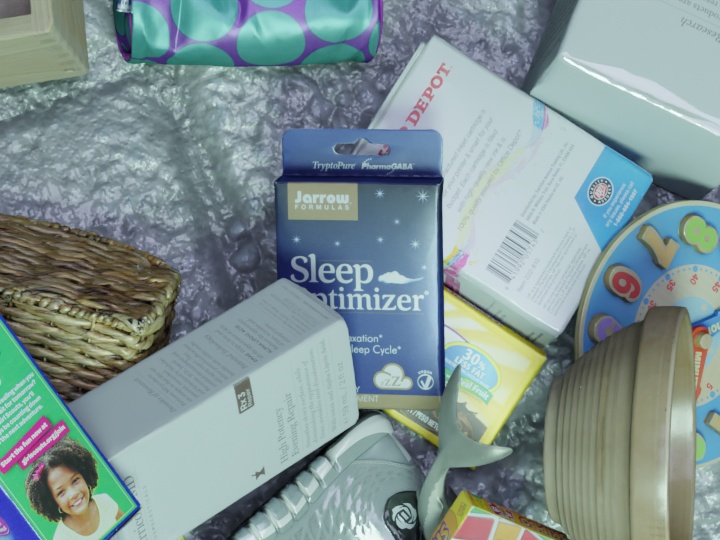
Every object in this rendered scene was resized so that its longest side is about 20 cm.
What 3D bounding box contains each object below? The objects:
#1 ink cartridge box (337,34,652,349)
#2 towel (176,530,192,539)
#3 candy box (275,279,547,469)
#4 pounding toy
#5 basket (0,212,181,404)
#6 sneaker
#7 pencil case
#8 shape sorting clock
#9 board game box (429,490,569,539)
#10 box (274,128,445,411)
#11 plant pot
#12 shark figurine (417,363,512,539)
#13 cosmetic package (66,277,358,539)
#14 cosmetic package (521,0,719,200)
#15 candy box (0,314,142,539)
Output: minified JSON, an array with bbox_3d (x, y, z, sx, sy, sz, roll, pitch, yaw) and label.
[{"bbox_3d":[0.091,-0.057,1.516,0.199,0.085,0.145,33,76,-1],"label":"ink cartridge box"},{"bbox_3d":[-0.223,0.186,1.415,0.199,0.023,0.144,-26,39,-13],"label":"towel"},{"bbox_3d":[0.028,0.050,1.500,0.199,0.026,0.103,33,95,0],"label":"candy box"},{"bbox_3d":[-0.275,-0.237,1.493,0.183,0.142,0.202,-8,77,5],"label":"pounding toy"},{"bbox_3d":[-0.238,0.054,1.438,0.198,0.143,0.150,13,112,2],"label":"basket"},{"bbox_3d":[-0.024,0.202,1.454,0.200,0.075,0.116,-42,89,-14],"label":"sneaker"},{"bbox_3d":[-0.084,-0.200,1.521,0.198,0.085,0.093,-1,107,-9],"label":"pencil case"},{"bbox_3d":[0.244,0.049,1.508,0.199,0.039,0.202,-5,99,-32],"label":"shape sorting clock"},{"bbox_3d":[0.058,0.253,1.419,0.095,0.030,0.201,25,108,-28],"label":"board game box"},{"bbox_3d":[0.000,0.000,1.458,0.120,0.032,0.202,1,102,9],"label":"box"},{"bbox_3d":[0.178,0.124,1.399,0.092,0.201,0.202,0,77,15],"label":"plant pot"},{"bbox_3d":[0.073,0.171,1.459,0.127,0.215,0.090,-26,38,11],"label":"shark figurine"},{"bbox_3d":[-0.101,0.100,1.374,0.199,0.102,0.074,-33,44,-27],"label":"cosmetic package"},{"bbox_3d":[0.234,-0.188,1.520,0.165,0.167,0.201,23,77,-3],"label":"cosmetic package"},{"bbox_3d":[-0.258,0.105,1.302,0.077,0.169,0.201,-45,106,-34],"label":"candy box"}]
